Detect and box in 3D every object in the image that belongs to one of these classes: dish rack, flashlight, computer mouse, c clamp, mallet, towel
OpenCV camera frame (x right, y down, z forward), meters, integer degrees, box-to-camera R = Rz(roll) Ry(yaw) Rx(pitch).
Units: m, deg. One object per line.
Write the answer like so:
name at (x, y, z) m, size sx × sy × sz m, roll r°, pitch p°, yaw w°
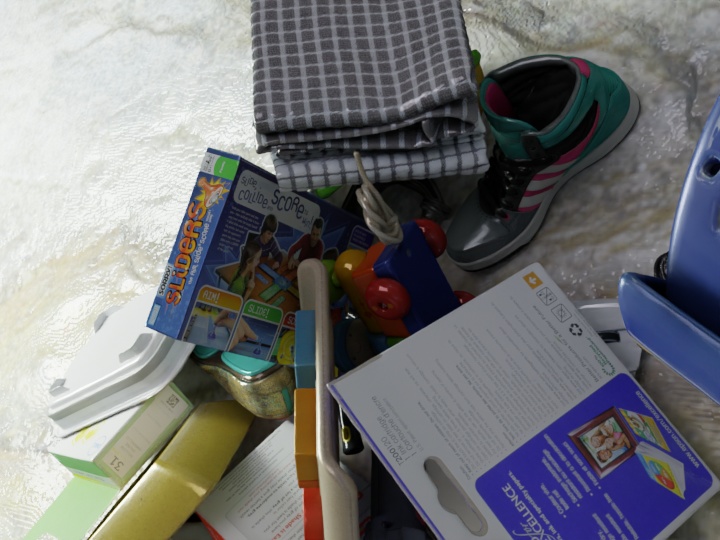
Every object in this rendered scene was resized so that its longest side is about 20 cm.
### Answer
dish rack at (-0.225, 0.070, 1.007) m, size 0.200 × 0.044 × 0.172 m, roll -27°, pitch 28°, yaw 37°
flashlight at (0.037, 0.161, 0.758) m, size 0.067 × 0.068 × 0.200 m, roll -6°, pitch 37°, yaw 4°
computer mouse at (0.168, 0.057, 0.757) m, size 0.199 × 0.044 × 0.110 m, roll -20°, pitch 62°, yaw 32°
c clamp at (0.022, -0.002, 0.914) m, size 0.171 × 0.027 × 0.201 m, roll 20°, pitch 87°, yaw 47°
mallet at (-0.029, 0.063, 0.894) m, size 0.066 × 0.041 × 0.201 m, roll -19°, pitch 65°, yaw 35°
towel at (0.001, -0.155, 0.758) m, size 0.165 × 0.086 × 0.201 m, roll -5°, pitch 48°, yaw -2°

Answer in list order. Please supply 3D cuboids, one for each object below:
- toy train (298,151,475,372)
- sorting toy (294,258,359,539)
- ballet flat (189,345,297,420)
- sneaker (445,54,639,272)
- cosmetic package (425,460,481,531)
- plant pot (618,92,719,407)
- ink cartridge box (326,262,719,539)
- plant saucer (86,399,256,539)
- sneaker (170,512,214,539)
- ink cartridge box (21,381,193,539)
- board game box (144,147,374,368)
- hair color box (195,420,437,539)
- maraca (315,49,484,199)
toy train at (0.000, 0.000, 0.764) m, size 0.115 × 0.200 × 0.085 m, roll -7°, pitch 36°, yaw 38°
sorting toy at (-0.029, 0.121, 0.726) m, size 0.036 × 0.186 × 0.200 m, roll -6°, pitch 43°, yaw -4°
ballet flat at (-0.111, 0.087, 0.952) m, size 0.200 × 0.071 × 0.071 m, roll 25°, pitch 89°, yaw 59°
sneaker at (0.119, -0.090, 0.801) m, size 0.200 × 0.121 × 0.084 m, roll -48°, pitch 50°, yaw 13°
cosmetic package at (0.109, 0.191, 0.712) m, size 0.071 × 0.105 × 0.201 m, roll -26°, pitch 57°, yaw 27°
plant pot at (0.277, 0.009, 0.580) m, size 0.200 × 0.200 × 0.180 m, roll 41°, pitch 107°, yaw 31°
ink cartridge box at (0.103, 0.113, 0.661) m, size 0.198 × 0.200 × 0.043 m, roll 53°, pitch 145°, yaw 15°
plant saucer at (-0.180, 0.201, 0.891) m, size 0.048 × 0.200 × 0.200 m, roll 41°, pitch 103°, yaw -3°
sneaker at (-0.167, 0.271, 0.931) m, size 0.200 × 0.073 × 0.085 m, roll -31°, pitch 53°, yaw 13°
ink cartridge box at (-0.258, 0.186, 0.964) m, size 0.200 × 0.048 × 0.145 m, roll -49°, pitch 20°, yaw -26°
board game box at (-0.067, 0.001, 0.793) m, size 0.034 × 0.200 × 0.136 m, roll 18°, pitch 87°, yaw 32°
hair color box at (-0.028, 0.217, 0.812) m, size 0.111 × 0.064 × 0.200 m, roll -40°, pitch 44°, yaw -20°
maraca at (0.033, -0.124, 0.863) m, size 0.200 × 0.107 × 0.137 m, roll -46°, pitch 5°, yaw -38°
